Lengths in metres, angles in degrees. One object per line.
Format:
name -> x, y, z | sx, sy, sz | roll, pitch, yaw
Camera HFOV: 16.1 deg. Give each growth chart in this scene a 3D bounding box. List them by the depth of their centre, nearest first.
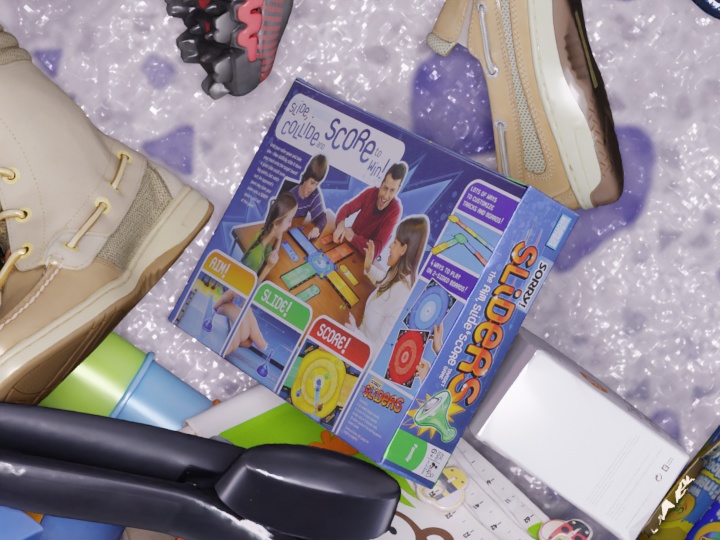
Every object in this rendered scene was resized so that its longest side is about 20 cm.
growth chart -> 0.013, 0.111, 1.170 | 0.200, 0.018, 0.145 | 38, 51, 23

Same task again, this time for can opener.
can opener -> -0.085, 0.087, 1.075 | 0.199, 0.063, 0.079 | 13, 122, -12

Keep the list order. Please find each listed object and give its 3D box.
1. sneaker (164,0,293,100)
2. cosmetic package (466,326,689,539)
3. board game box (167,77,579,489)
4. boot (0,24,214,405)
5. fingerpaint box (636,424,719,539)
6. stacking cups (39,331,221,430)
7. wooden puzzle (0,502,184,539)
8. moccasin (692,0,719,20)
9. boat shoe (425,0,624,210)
sneaker -> -0.040, -0.180, 1.192 | 0.098, 0.071, 0.201 | -9, 113, -32
cosmetic package -> 0.089, 0.067, 1.150 | 0.082, 0.200, 0.051 | 33, 92, -4
board game box -> 0.000, 0.000, 1.150 | 0.034, 0.200, 0.136 | 27, 92, -36
boot -> -0.166, -0.029, 1.147 | 0.155, 0.200, 0.073 | 43, 126, -3
fingerpaint box -> 0.184, 0.128, 1.158 | 0.073, 0.200, 0.167 | 37, 91, -3
stacking cups -> -0.101, 0.075, 1.214 | 0.200, 0.061, 0.061 | 37, 91, -5
wooden puzzle -> -0.115, 0.132, 1.069 | 0.199, 0.185, 0.046 | 29, 111, 17
moccasin -> 0.156, -0.215, 1.205 | 0.080, 0.068, 0.201 | -19, 94, -2
boat shoe -> 0.066, -0.121, 1.210 | 0.076, 0.072, 0.201 | -13, 92, 14
